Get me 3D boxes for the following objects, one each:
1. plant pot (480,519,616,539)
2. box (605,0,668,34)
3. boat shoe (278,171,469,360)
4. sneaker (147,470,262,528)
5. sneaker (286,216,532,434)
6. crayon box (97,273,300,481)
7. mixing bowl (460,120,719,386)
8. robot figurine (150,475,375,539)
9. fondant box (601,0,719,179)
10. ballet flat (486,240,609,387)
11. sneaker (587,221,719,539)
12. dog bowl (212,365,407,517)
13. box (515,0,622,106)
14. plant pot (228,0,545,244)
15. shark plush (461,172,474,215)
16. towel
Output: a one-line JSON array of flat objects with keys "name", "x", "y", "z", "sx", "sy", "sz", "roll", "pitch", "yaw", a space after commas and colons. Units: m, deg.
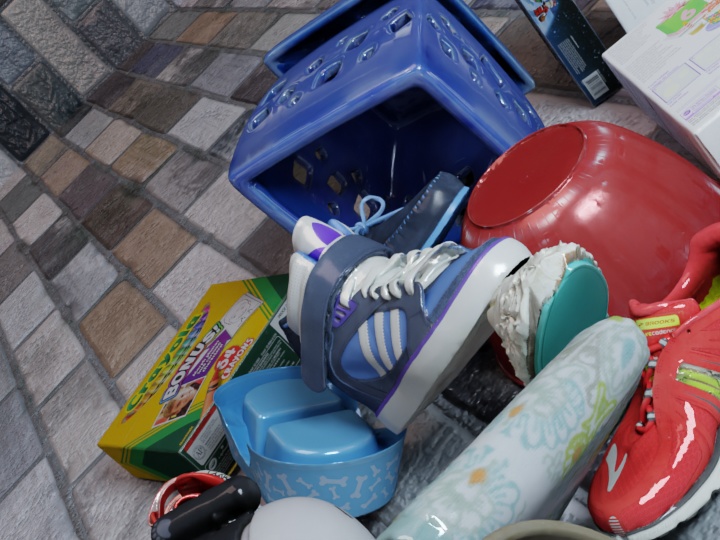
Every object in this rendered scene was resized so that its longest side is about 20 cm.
[{"name": "plant pot", "x": 0.063, "y": 0.229, "z": 0.462, "sx": 0.174, "sy": 0.200, "sz": 0.200, "roll": -51, "pitch": 19, "yaw": 26}, {"name": "box", "x": 0.278, "y": -0.303, "z": 0.998, "sx": 0.200, "sy": 0.125, "sz": 0.097, "roll": -33, "pitch": 3, "yaw": 21}, {"name": "boat shoe", "x": 0.000, "y": 0.000, "z": 0.873, "sx": 0.200, "sy": 0.069, "sz": 0.084, "roll": -51, "pitch": -6, "yaw": 27}, {"name": "sneaker", "x": -0.115, "y": 0.186, "z": 0.871, "sx": 0.201, "sy": 0.108, "sz": 0.067, "roll": -3, "pitch": 46, "yaw": 56}, {"name": "sneaker", "x": 0.012, "y": 0.008, "z": 0.762, "sx": 0.081, "sy": 0.146, "sz": 0.200, "roll": -37, "pitch": -15, "yaw": -35}, {"name": "crayon box", "x": -0.133, "y": 0.098, "z": 1.103, "sx": 0.172, "sy": 0.058, "sz": 0.200, "roll": -7, "pitch": 43, "yaw": 53}, {"name": "mixing bowl", "x": 0.143, "y": -0.029, "z": 0.819, "sx": 0.200, "sy": 0.108, "sz": 0.200, "roll": -34, "pitch": 27, "yaw": 20}, {"name": "robot figurine", "x": -0.070, "y": 0.221, "z": 0.725, "sx": 0.200, "sy": 0.150, "sz": 0.125, "roll": -34, "pitch": 13, "yaw": 15}, {"name": "fondant box", "x": 0.277, "y": -0.159, "z": 0.879, "sx": 0.144, "sy": 0.058, "sz": 0.200, "roll": -39, "pitch": 25, "yaw": 11}, {"name": "ballet flat", "x": 0.103, "y": 0.038, "z": 0.668, "sx": 0.072, "sy": 0.200, "sz": 0.072, "roll": -9, "pitch": 60, "yaw": 16}, {"name": "sneaker", "x": 0.170, "y": 0.056, "z": 0.664, "sx": 0.077, "sy": 0.085, "sz": 0.200, "roll": -6, "pitch": 44, "yaw": 55}, {"name": "dog bowl", "x": -0.038, "y": 0.123, "z": 0.871, "sx": 0.111, "sy": 0.050, "sz": 0.200, "roll": -9, "pitch": 15, "yaw": -20}, {"name": "box", "x": 0.150, "y": -0.250, "z": 1.048, "sx": 0.038, "sy": 0.200, "sz": 0.137, "roll": -35, "pitch": 26, "yaw": 12}, {"name": "plant pot", "x": 0.033, "y": -0.123, "z": 0.987, "sx": 0.200, "sy": 0.200, "sz": 0.180, "roll": -28, "pitch": 41, "yaw": 31}, {"name": "shark plush", "x": 0.098, "y": -0.119, "z": 1.133, "sx": 0.083, "sy": 0.091, "sz": 0.200, "roll": -51, "pitch": 38, "yaw": 35}, {"name": "towel", "x": 0.061, "y": 0.129, "z": 0.602, "sx": 0.171, "sy": 0.048, "sz": 0.200, "roll": -43, "pitch": -21, "yaw": -34}]
